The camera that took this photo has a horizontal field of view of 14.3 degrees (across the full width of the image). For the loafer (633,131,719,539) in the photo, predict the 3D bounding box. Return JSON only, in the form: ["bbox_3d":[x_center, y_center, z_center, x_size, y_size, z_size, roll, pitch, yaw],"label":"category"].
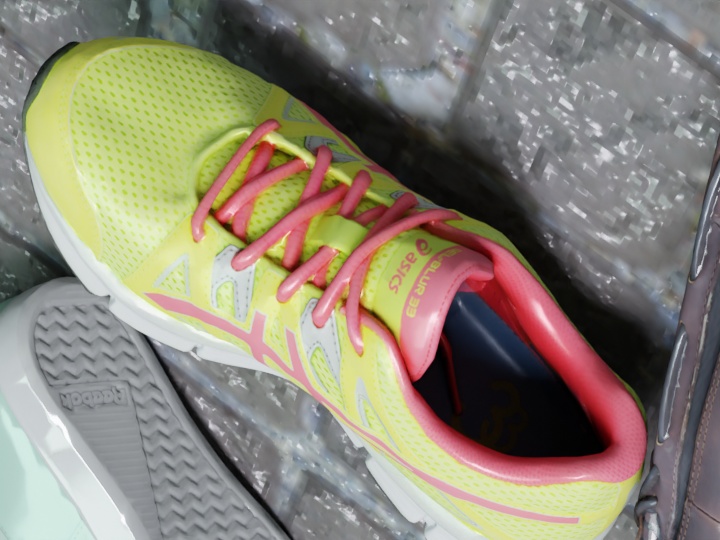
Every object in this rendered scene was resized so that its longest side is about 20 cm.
[{"bbox_3d":[0.104,0.041,0.719,0.063,0.072,0.201,47,143,35],"label":"loafer"}]

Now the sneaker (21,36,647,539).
[{"bbox_3d":[0.000,0.000,0.754,0.200,0.078,0.090,36,160,-3],"label":"sneaker"}]

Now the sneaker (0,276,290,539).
[{"bbox_3d":[-0.086,0.106,0.951,0.118,0.074,0.201,-23,96,46],"label":"sneaker"}]
